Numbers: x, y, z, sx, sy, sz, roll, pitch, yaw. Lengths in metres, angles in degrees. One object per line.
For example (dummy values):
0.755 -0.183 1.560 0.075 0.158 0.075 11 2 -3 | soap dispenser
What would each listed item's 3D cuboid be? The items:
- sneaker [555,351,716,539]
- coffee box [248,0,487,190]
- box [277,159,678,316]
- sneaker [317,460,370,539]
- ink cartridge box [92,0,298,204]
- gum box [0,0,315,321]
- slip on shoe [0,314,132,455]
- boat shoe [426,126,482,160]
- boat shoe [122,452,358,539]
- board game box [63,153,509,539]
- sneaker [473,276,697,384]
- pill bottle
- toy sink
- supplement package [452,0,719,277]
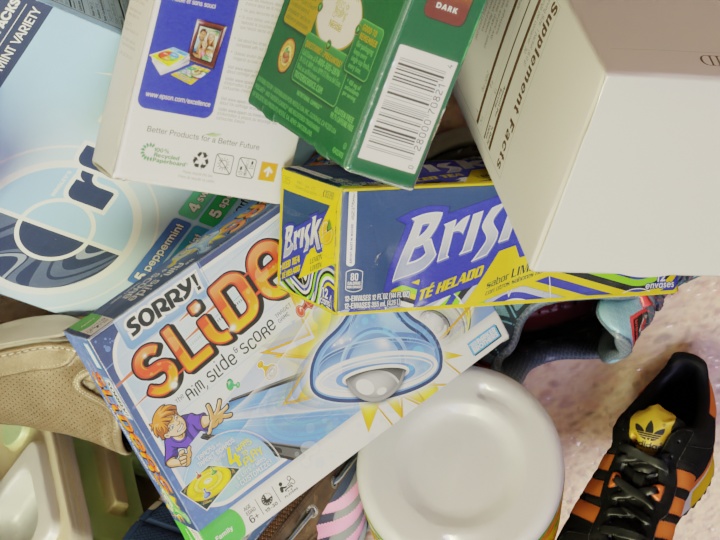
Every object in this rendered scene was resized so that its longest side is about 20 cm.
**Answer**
0.157 0.125 1.516 0.070 0.200 0.090 14 128 18 | sneaker
0.020 -0.149 1.211 0.044 0.123 0.201 15 100 -29 | coffee box
0.061 -0.020 1.311 0.199 0.070 0.065 -4 103 -28 | box
-0.021 0.124 1.534 0.082 0.070 0.201 -14 136 -39 | sneaker
-0.060 -0.136 1.266 0.094 0.037 0.201 8 105 -30 | ink cartridge box
-0.141 -0.058 1.332 0.199 0.045 0.170 22 121 -32 | gum box
-0.132 0.066 1.384 0.199 0.061 0.076 -5 149 4 | slip on shoe
-0.001 -0.002 1.419 0.201 0.060 0.072 -32 134 11 | boat shoe
-0.058 0.137 1.388 0.200 0.072 0.072 -49 131 -20 | boat shoe
-0.034 0.032 1.330 0.200 0.034 0.136 -37 111 -20 | board game box
0.147 0.012 1.457 0.199 0.096 0.079 -22 134 1 | sneaker
0.058 0.126 1.475 0.111 0.111 0.200 -19 166 -2 | pill bottle
-0.159 0.149 1.454 0.199 0.131 0.112 21 121 -31 | toy sink
0.124 -0.105 1.273 0.121 0.200 0.120 1 130 -21 | supplement package
